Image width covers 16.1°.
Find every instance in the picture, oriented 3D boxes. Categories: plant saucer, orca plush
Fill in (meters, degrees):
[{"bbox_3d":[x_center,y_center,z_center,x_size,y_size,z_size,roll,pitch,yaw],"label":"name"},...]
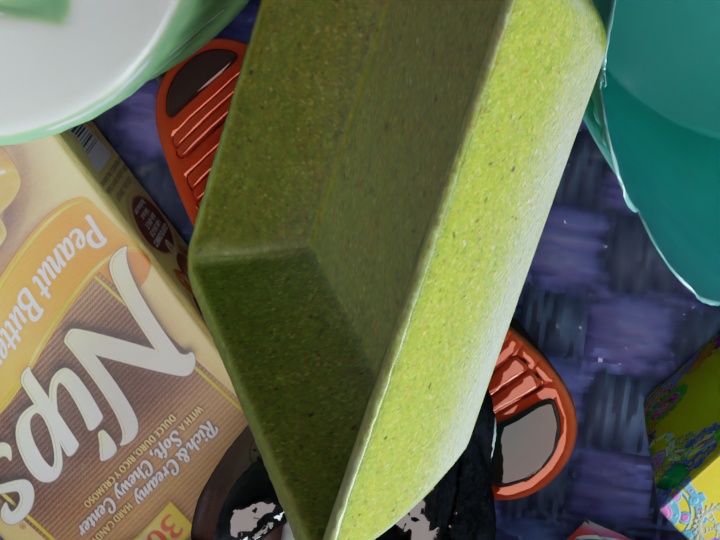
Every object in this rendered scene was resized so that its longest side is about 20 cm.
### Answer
[{"bbox_3d":[0.011,-0.039,0.782,0.048,0.200,0.200,9,114,-20],"label":"plant saucer"},{"bbox_3d":[-0.001,0.114,0.830,0.105,0.071,0.200,41,73,-15],"label":"orca plush"}]

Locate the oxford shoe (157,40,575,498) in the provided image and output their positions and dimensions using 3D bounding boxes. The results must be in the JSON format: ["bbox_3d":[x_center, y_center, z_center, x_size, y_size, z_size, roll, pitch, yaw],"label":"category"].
[{"bbox_3d":[0.000,0.000,0.931,0.071,0.073,0.200,-39,89,7],"label":"oxford shoe"}]

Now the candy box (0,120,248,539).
[{"bbox_3d":[-0.117,0.023,0.958,0.115,0.055,0.200,-35,100,13],"label":"candy box"}]

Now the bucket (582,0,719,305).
[{"bbox_3d":[0.156,-0.092,0.789,0.207,0.135,0.207,-4,116,-7],"label":"bucket"}]

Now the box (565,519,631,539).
[{"bbox_3d":[0.113,0.203,0.922,0.103,0.095,0.200,-40,125,-23],"label":"box"}]

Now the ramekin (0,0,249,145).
[{"bbox_3d":[-0.124,-0.137,0.825,0.200,0.098,0.200,3,111,8],"label":"ramekin"}]

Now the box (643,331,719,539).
[{"bbox_3d":[0.241,0.064,0.910,0.193,0.122,0.200,44,104,-8],"label":"box"}]

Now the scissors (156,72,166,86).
[{"bbox_3d":[-0.043,-0.026,0.958,0.014,0.073,0.200,-30,77,44],"label":"scissors"}]

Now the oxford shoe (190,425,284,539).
[{"bbox_3d":[0.016,0.116,0.936,0.071,0.200,0.073,6,72,41],"label":"oxford shoe"}]
